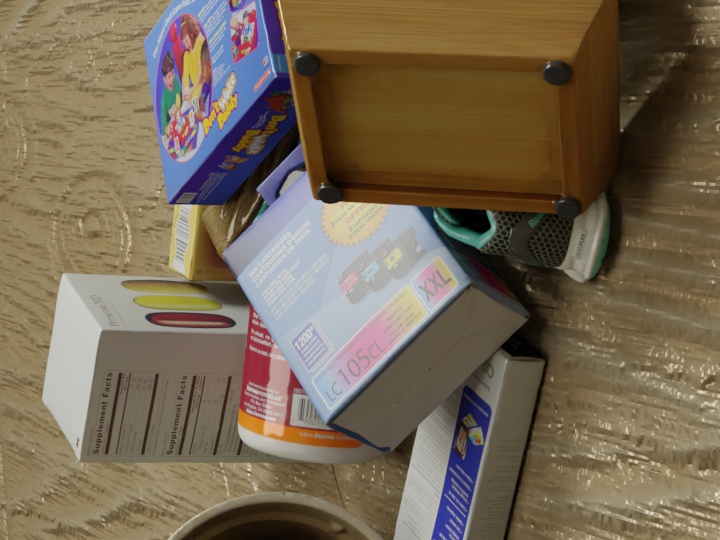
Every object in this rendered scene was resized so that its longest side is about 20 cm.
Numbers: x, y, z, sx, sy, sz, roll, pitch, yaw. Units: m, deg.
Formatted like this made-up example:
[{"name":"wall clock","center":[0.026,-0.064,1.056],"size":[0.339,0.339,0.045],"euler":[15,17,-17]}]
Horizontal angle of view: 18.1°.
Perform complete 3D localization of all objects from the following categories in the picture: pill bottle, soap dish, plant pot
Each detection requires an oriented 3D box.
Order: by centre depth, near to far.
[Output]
[{"name":"soap dish","center":[0.051,-0.106,1.323],"size":[0.158,0.198,0.082],"euler":[82,-165,-48]},{"name":"plant pot","center":[-0.061,0.259,1.590],"size":[0.184,0.199,0.202],"euler":[113,157,-82]},{"name":"pill bottle","center":[-0.024,0.029,1.618],"size":[0.113,0.112,0.202],"euler":[-159,74,-63]}]

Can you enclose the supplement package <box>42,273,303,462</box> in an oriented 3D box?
[{"name":"supplement package","center":[-0.129,0.076,1.734],"size":[0.114,0.199,0.110],"euler":[44,127,57]}]

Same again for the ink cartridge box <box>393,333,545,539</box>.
[{"name":"ink cartridge box","center":[0.068,0.131,1.505],"size":[0.095,0.037,0.201],"euler":[42,123,57]}]

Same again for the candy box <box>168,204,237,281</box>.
[{"name":"candy box","center":[-0.077,-0.092,1.737],"size":[0.056,0.116,0.202],"euler":[-158,72,-63]}]

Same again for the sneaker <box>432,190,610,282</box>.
[{"name":"sneaker","center":[0.078,-0.056,1.434],"size":[0.200,0.091,0.078],"euler":[-141,58,-60]}]

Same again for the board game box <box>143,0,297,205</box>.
[{"name":"board game box","center":[-0.090,-0.148,1.588],"size":[0.200,0.044,0.135],"euler":[-42,53,55]}]

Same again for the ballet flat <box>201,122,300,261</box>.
[{"name":"ballet flat","center":[-0.053,-0.096,1.668],"size":[0.072,0.068,0.200],"euler":[43,105,28]}]

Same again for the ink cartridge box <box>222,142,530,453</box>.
[{"name":"ink cartridge box","center":[0.000,0.000,1.484],"size":[0.136,0.076,0.200],"euler":[-44,48,12]}]
